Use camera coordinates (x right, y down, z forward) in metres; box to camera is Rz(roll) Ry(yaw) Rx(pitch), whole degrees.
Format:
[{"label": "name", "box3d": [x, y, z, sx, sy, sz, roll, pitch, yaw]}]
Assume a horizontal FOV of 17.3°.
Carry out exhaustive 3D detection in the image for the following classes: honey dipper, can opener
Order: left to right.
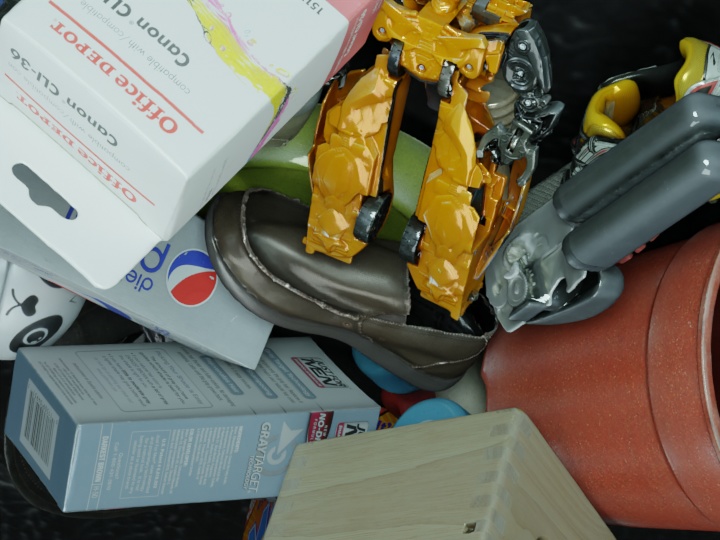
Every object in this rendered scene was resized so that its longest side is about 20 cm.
[{"label": "honey dipper", "box3d": [0.076, -0.057, 1.329, 0.038, 0.038, 0.200, 5, 153, 8]}, {"label": "can opener", "box3d": [0.135, -0.025, 1.228, 0.066, 0.054, 0.200, 8, 151, -34]}]

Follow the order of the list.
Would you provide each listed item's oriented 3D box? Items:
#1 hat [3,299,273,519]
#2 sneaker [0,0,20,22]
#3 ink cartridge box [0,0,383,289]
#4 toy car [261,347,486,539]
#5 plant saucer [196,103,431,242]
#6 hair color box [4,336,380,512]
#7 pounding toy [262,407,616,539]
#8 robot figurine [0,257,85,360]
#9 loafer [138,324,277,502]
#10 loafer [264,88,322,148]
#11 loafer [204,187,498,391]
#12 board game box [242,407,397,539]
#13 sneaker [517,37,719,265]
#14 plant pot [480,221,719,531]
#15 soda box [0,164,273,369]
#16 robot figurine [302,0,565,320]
[{"label": "hat", "box3d": [-0.159, 0.071, 1.559, 0.200, 0.201, 0.081, 41, 179, -44]}, {"label": "sneaker", "box3d": [-0.152, -0.129, 1.197, 0.198, 0.076, 0.079, -11, 155, -5]}, {"label": "ink cartridge box", "box3d": [-0.091, -0.100, 1.102, 0.116, 0.200, 0.068, 39, 151, 5]}, {"label": "toy car", "box3d": [0.023, 0.151, 1.510, 0.199, 0.178, 0.184, -34, 134, 17]}, {"label": "plant saucer", "box3d": [-0.028, -0.034, 1.393, 0.198, 0.031, 0.200, 10, 153, 5]}, {"label": "hair color box", "box3d": [-0.099, 0.089, 1.403, 0.199, 0.099, 0.061, -2, 116, -30]}, {"label": "pounding toy", "box3d": [0.067, 0.203, 1.346, 0.183, 0.143, 0.200, -12, 131, 33]}, {"label": "robot figurine", "box3d": [-0.257, -0.017, 1.405, 0.198, 0.126, 0.150, 14, 156, -7]}, {"label": "loafer", "box3d": [-0.097, 0.069, 1.515, 0.062, 0.072, 0.201, -5, 130, 13]}, {"label": "loafer", "box3d": [-0.118, -0.093, 1.279, 0.198, 0.076, 0.070, 7, 147, 5]}, {"label": "loafer", "box3d": [0.000, 0.000, 1.349, 0.199, 0.074, 0.071, 25, 140, -32]}, {"label": "board game box", "box3d": [0.025, 0.239, 1.697, 0.198, 0.201, 0.200, 16, 151, -12]}, {"label": "sneaker", "box3d": [0.141, -0.066, 1.266, 0.082, 0.078, 0.200, 32, 137, -23]}, {"label": "plant pot", "box3d": [0.186, 0.068, 1.374, 0.194, 0.202, 0.200, -11, 146, 46]}, {"label": "soda box", "box3d": [-0.138, -0.014, 1.346, 0.199, 0.069, 0.063, 27, 172, -30]}, {"label": "robot figurine", "box3d": [0.032, -0.077, 1.219, 0.144, 0.058, 0.201, 24, 131, 14]}]
